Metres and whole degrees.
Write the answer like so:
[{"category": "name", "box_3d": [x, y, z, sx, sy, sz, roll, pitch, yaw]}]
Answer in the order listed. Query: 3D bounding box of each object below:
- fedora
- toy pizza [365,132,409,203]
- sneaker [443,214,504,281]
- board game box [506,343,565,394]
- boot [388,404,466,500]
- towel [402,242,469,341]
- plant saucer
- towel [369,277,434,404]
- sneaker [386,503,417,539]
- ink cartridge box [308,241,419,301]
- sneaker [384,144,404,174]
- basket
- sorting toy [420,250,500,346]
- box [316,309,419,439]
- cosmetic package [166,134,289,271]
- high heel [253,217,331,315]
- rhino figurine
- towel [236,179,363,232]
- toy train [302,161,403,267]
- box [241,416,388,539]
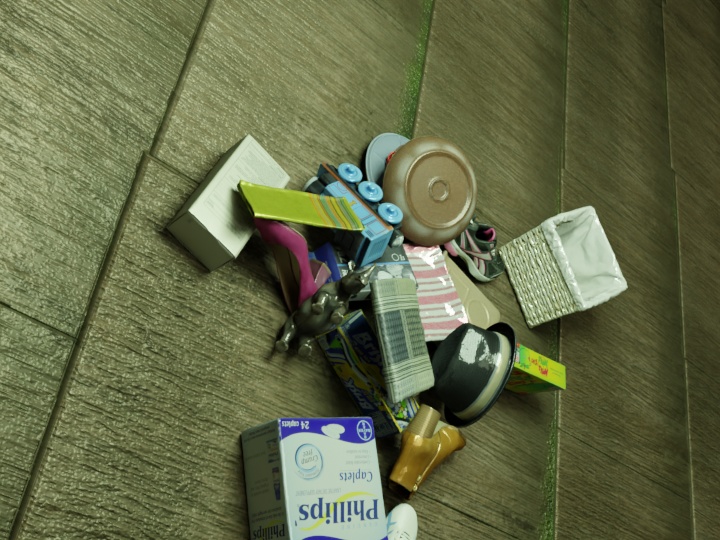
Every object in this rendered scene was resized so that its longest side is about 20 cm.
[{"category": "fedora", "box_3d": [0.180, 0.165, 1.493, 0.091, 0.200, 0.202, 29, 52, -18]}, {"category": "toy pizza", "box_3d": [0.079, -0.169, 1.676, 0.199, 0.032, 0.203, 20, 59, -37]}, {"category": "sneaker", "box_3d": [0.239, -0.045, 1.708, 0.199, 0.086, 0.081, 30, 43, -47]}, {"category": "board game box", "box_3d": [0.296, 0.187, 1.641, 0.199, 0.101, 0.048, 25, 61, -44]}, {"category": "boot", "box_3d": [0.106, 0.316, 1.453, 0.145, 0.070, 0.201, -63, 149, -13]}, {"category": "towel", "box_3d": [0.112, 0.035, 1.564, 0.145, 0.030, 0.202, -5, 62, -30]}, {"category": "plant saucer", "box_3d": [0.137, -0.147, 1.588, 0.198, 0.037, 0.204, 0, 91, -24]}, {"category": "towel", "box_3d": [0.064, 0.109, 1.395, 0.200, 0.034, 0.195, 2, 76, -69]}, {"category": "sneaker", "box_3d": [0.055, 0.451, 1.335, 0.072, 0.072, 0.201, 41, 47, -19]}, {"category": "ink cartridge box", "box_3d": [0.000, 0.000, 1.482, 0.198, 0.039, 0.101, -5, 63, -34]}, {"category": "sneaker", "box_3d": [0.117, -0.207, 1.658, 0.108, 0.067, 0.202, 50, 47, -18]}, {"category": "basket", "box_3d": [0.424, -0.008, 1.836, 0.197, 0.160, 0.202, -17, 84, -46]}, {"category": "sorting toy", "box_3d": [0.184, 0.091, 1.657, 0.200, 0.036, 0.186, 49, 45, -21]}, {"category": "box", "box_3d": [0.013, 0.172, 1.431, 0.070, 0.064, 0.202, -36, 98, -47]}, {"category": "cosmetic package", "box_3d": [-0.202, -0.107, 1.351, 0.105, 0.071, 0.201, 47, 46, -18]}, {"category": "high heel", "box_3d": [-0.119, -0.006, 1.348, 0.200, 0.067, 0.097, 46, 69, -41]}, {"category": "rhino figurine", "box_3d": [-0.049, 0.053, 1.342, 0.060, 0.200, 0.088, 44, 16, -11]}, {"category": "towel", "box_3d": [-0.090, -0.098, 1.336, 0.198, 0.018, 0.086, 6, 34, -36]}, {"category": "toy train", "box_3d": [-0.016, -0.102, 1.474, 0.114, 0.087, 0.200, -26, 63, -40]}, {"category": "box", "box_3d": [-0.065, 0.322, 1.258, 0.182, 0.104, 0.203, 8, 66, -40]}]
